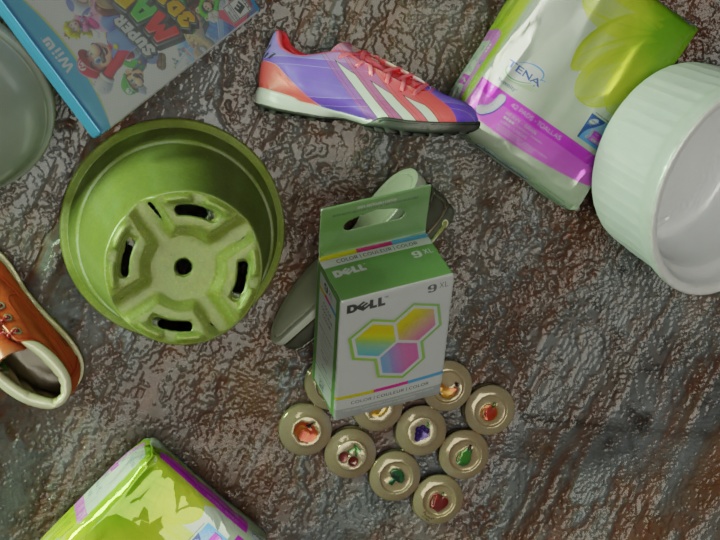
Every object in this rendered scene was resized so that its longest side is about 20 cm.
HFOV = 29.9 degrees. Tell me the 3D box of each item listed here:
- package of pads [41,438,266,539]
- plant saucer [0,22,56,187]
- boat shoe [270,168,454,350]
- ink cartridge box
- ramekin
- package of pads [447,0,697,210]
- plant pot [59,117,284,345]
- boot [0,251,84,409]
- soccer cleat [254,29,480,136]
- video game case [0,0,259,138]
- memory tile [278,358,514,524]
[{"bbox_3d":[-0.205,0.267,1.215,0.155,0.068,0.200,44,90,-15],"label":"package of pads"},{"bbox_3d":[-0.348,-0.125,1.080,0.200,0.050,0.200,-1,133,-1],"label":"plant saucer"},{"bbox_3d":[0.001,0.001,1.206,0.060,0.072,0.202,37,101,-28],"label":"boat shoe"},{"bbox_3d":[0.019,0.031,1.151,0.104,0.059,0.200,-13,134,-19],"label":"ink cartridge box"},{"bbox_3d":[0.301,-0.088,1.198,0.200,0.098,0.201,-17,124,-27],"label":"ramekin"},{"bbox_3d":[0.180,-0.179,1.207,0.154,0.068,0.200,33,93,-16],"label":"package of pads"},{"bbox_3d":[-0.151,-0.020,1.114,0.200,0.190,0.200,-2,100,-10],"label":"plant pot"},{"bbox_3d":[-0.313,0.038,1.140,0.075,0.107,0.200,-45,103,2],"label":"boot"},{"bbox_3d":[0.007,-0.157,1.153,0.200,0.068,0.073,11,97,15],"label":"soccer cleat"},{"bbox_3d":[-0.189,-0.221,1.105,0.200,0.018,0.143,-45,108,-32],"label":"video game case"},{"bbox_3d":[0.036,0.140,1.268,0.200,0.017,0.153,29,94,-14],"label":"memory tile"}]
